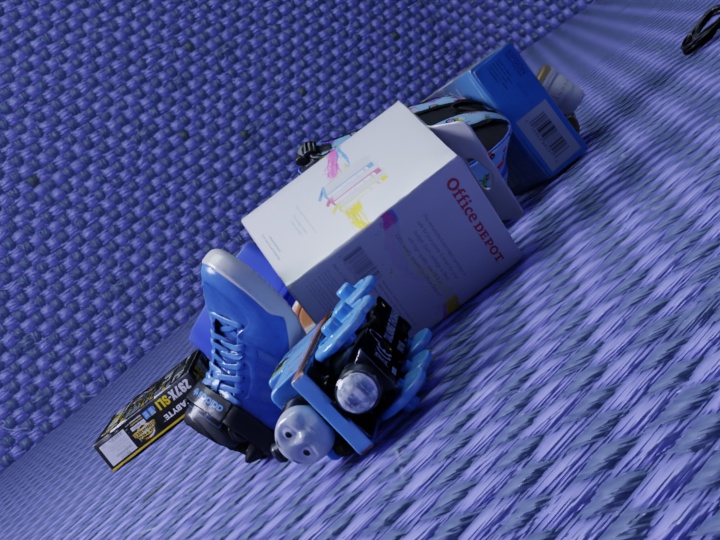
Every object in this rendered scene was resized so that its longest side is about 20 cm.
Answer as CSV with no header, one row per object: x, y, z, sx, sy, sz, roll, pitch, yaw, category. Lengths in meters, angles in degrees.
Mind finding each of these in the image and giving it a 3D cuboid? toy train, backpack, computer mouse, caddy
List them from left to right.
-0.121,0.045,1.768,0.200,0.105,0.141,-58,-5,27,caddy
-0.011,0.077,1.019,0.114,0.087,0.200,-45,5,12,toy train
0.061,-0.091,1.466,0.200,0.135,0.183,-29,32,-18,backpack
0.440,-0.305,1.588,0.200,0.034,0.059,-40,21,24,computer mouse

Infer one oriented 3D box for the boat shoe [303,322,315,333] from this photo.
0.012,0.028,1.331,0.200,0.065,0.072,-41,7,-29,boat shoe

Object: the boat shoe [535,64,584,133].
0.215,-0.162,1.631,0.071,0.069,0.200,-61,-8,-14,boat shoe

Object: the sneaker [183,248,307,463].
-0.099,0.079,1.137,0.077,0.200,0.111,32,69,37,sneaker

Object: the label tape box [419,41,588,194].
0.146,-0.155,1.577,0.063,0.144,0.200,-39,6,-19,label tape box

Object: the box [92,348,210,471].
-0.271,0.183,1.918,0.160,0.049,0.200,-40,6,2,box

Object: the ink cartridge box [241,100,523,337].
0.028,-0.034,1.210,0.200,0.129,0.125,-37,37,-2,ink cartridge box

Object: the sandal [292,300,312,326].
0.010,-0.002,1.554,0.207,0.079,0.059,-48,4,-16,sandal

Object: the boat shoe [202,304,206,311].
-0.217,0.075,2.306,0.075,0.075,0.202,-38,6,-3,boat shoe
